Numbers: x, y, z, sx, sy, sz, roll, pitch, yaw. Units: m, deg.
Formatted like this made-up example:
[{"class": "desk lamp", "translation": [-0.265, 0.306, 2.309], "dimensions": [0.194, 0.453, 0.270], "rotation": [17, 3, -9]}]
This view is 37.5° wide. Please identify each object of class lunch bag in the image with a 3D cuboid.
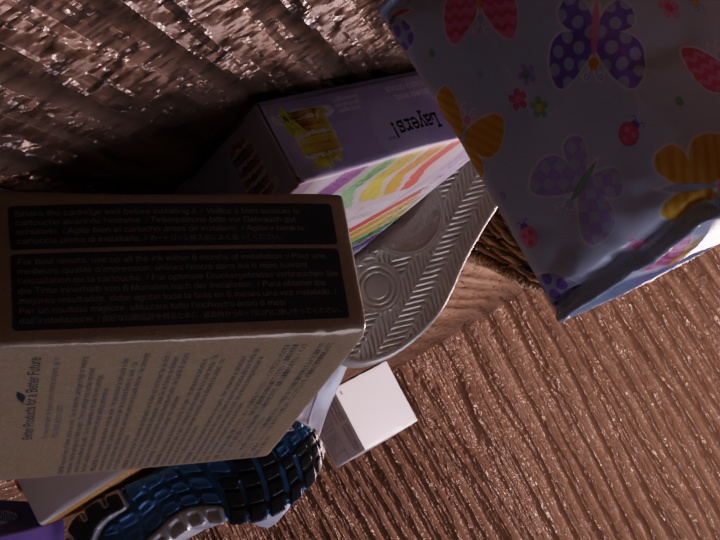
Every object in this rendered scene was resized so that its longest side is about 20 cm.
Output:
[{"class": "lunch bag", "translation": [0.133, -0.090, 0.492], "dimensions": [0.198, 0.171, 0.127], "rotation": [-22, 167, -42]}]

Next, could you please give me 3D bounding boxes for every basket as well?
[{"class": "basket", "translation": [0.223, -0.023, 1.227], "dimensions": [0.148, 0.144, 0.199], "rotation": [-35, 169, 28]}]

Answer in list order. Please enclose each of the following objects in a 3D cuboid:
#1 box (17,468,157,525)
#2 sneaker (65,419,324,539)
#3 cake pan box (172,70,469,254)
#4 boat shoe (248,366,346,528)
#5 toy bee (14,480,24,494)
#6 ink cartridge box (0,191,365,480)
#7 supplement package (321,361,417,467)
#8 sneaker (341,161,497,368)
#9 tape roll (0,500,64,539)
[{"class": "box", "translation": [-0.178, 0.112, 0.831], "dimensions": [0.123, 0.098, 0.200], "rotation": [-32, 171, 7]}, {"class": "sneaker", "translation": [-0.119, 0.160, 0.788], "dimensions": [0.197, 0.076, 0.087], "rotation": [-24, 178, 2]}, {"class": "cake pan box", "translation": [-0.034, -0.040, 0.620], "dimensions": [0.183, 0.053, 0.199], "rotation": [-18, 166, -45]}, {"class": "boat shoe", "translation": [-0.064, 0.107, 0.854], "dimensions": [0.203, 0.064, 0.073], "rotation": [-70, -159, 3]}, {"class": "toy bee", "translation": [-0.215, 0.182, 0.991], "dimensions": [0.197, 0.110, 0.132], "rotation": [-11, -145, 16]}, {"class": "ink cartridge box", "translation": [-0.105, 0.039, 0.530], "dimensions": [0.162, 0.076, 0.200], "rotation": [0, 155, -20]}, {"class": "supplement package", "translation": [0.001, 0.328, 2.393], "dimensions": [0.150, 0.152, 0.200], "rotation": [-24, 169, -27]}, {"class": "sneaker", "translation": [0.038, -0.013, 0.777], "dimensions": [0.201, 0.075, 0.084], "rotation": [-50, -172, -11]}, {"class": "tape roll", "translation": [-0.316, 0.223, 0.765], "dimensions": [0.196, 0.087, 0.200], "rotation": [0, 176, 0]}]
